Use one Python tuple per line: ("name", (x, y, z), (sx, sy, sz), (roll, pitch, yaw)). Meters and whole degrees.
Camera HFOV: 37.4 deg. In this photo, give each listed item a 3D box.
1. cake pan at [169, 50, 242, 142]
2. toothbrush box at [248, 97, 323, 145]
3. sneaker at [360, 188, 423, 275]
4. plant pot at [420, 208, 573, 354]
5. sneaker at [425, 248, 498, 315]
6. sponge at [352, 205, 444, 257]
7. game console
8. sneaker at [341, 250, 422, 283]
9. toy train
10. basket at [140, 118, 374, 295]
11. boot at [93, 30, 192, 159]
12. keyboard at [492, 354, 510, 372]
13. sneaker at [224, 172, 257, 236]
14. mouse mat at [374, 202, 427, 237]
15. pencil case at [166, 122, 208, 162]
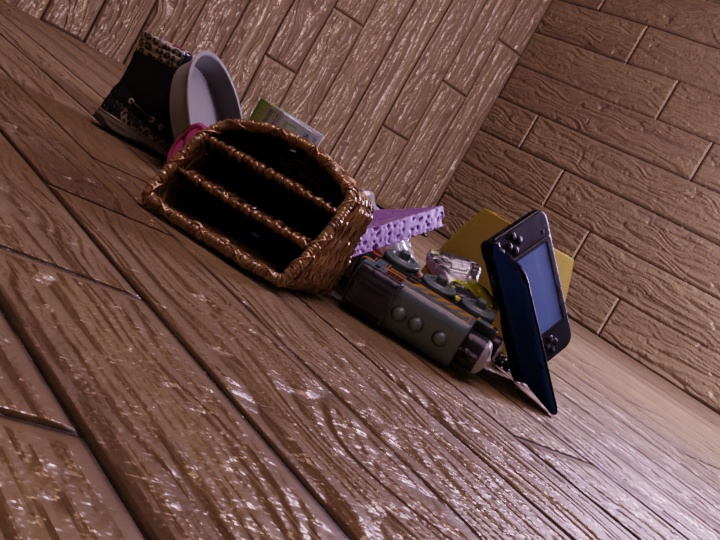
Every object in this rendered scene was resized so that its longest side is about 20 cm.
("cake pan", (-0.219, -0.211, 1.521), (0.036, 0.202, 0.200), (-6, -4, 16))
("toothbrush box", (-0.154, -0.204, 1.838), (0.086, 0.146, 0.200), (27, 7, -23))
("sneaker", (0.044, -0.029, 1.447), (0.200, 0.080, 0.070), (49, -36, -17))
("plant pot", (0.230, 0.017, 1.714), (0.200, 0.177, 0.200), (34, 8, 28))
("sneaker", (0.114, 0.039, 1.352), (0.074, 0.085, 0.200), (15, 22, -12))
("sponge", (0.003, -0.048, 1.282), (0.111, 0.030, 0.200), (1, 13, 38))
("game console", (0.231, 0.048, 1.325), (0.170, 0.201, 0.118), (-31, 26, -35))
("sneaker", (0.000, 0.000, 1.380), (0.200, 0.073, 0.077), (34, -17, 25))
("toy train", (0.068, 0.048, 1.205), (0.199, 0.086, 0.114), (33, 19, 8))
("basket", (-0.099, -0.080, 1.125), (0.199, 0.143, 0.149), (32, 6, 19))
("boot", (-0.272, -0.244, 1.565), (0.203, 0.154, 0.073), (24, 7, -35))
("keyboard", (0.149, 0.094, 1.455), (0.127, 0.021, 0.200), (29, 7, -4))
("sneaker", (-0.113, -0.067, 1.301), (0.074, 0.083, 0.200), (14, -18, 49))
("mouse mat", (0.010, -0.107, 1.606), (0.160, 0.008, 0.200), (31, 4, -21))
("pencil case", (-0.155, -0.107, 1.351), (0.200, 0.090, 0.094), (24, 48, -46))
